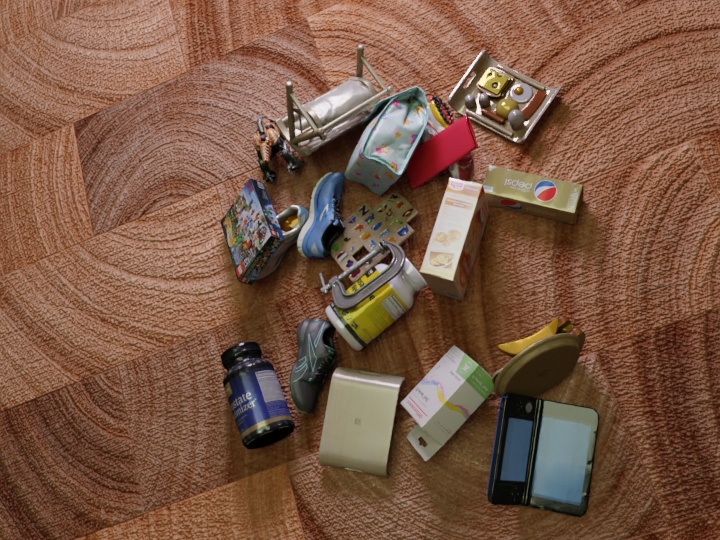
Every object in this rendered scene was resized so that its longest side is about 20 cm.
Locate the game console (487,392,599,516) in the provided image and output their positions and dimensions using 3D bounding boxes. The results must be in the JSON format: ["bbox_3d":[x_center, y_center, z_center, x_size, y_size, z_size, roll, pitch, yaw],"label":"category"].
[{"bbox_3d":[0.333,0.336,1.429,0.118,0.170,0.202,2,79,44],"label":"game console"}]

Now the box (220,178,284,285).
[{"bbox_3d":[-0.238,-0.086,1.704,0.137,0.038,0.201,-51,41,25],"label":"box"}]

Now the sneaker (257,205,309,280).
[{"bbox_3d":[-0.192,-0.066,1.728,0.076,0.081,0.200,42,89,21],"label":"sneaker"}]

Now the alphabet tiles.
[{"bbox_3d":[0.025,-0.083,1.677,0.200,0.008,0.167,-41,44,1],"label":"alphabet tiles"}]

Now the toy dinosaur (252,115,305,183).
[{"bbox_3d":[-0.207,-0.273,1.762,0.101,0.136,0.200,-11,28,28],"label":"toy dinosaur"}]

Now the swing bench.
[{"bbox_3d":[-0.061,-0.353,1.699,0.198,0.200,0.130,-33,86,-18],"label":"swing bench"}]

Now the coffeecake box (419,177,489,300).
[{"bbox_3d":[0.193,-0.060,1.577,0.073,0.154,0.202,15,78,19],"label":"coffeecake box"}]

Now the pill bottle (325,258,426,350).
[{"bbox_3d":[0.034,0.060,1.607,0.200,0.112,0.113,-40,67,0],"label":"pill bottle"}]

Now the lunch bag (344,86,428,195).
[{"bbox_3d":[0.061,-0.285,1.669,0.121,0.170,0.201,26,76,-8],"label":"lunch bag"}]

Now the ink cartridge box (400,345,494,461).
[{"bbox_3d":[0.154,0.253,1.507,0.200,0.067,0.117,-47,23,-2],"label":"ink cartridge box"}]

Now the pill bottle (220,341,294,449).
[{"bbox_3d":[-0.218,0.254,1.619,0.111,0.112,0.201,-27,68,6],"label":"pill bottle"}]

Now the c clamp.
[{"bbox_3d":[0.000,0.000,1.583,0.199,0.027,0.171,-33,33,13],"label":"c clamp"}]

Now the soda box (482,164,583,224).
[{"bbox_3d":[0.351,-0.155,1.608,0.199,0.068,0.064,16,78,20],"label":"soda box"}]

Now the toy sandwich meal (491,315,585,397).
[{"bbox_3d":[0.327,0.162,1.461,0.204,0.205,0.070,-33,54,4],"label":"toy sandwich meal"}]

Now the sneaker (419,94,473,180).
[{"bbox_3d":[0.178,-0.276,1.702,0.082,0.078,0.201,-34,69,32],"label":"sneaker"}]

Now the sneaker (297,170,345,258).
[{"bbox_3d":[-0.064,-0.117,1.704,0.089,0.078,0.202,12,82,32],"label":"sneaker"}]

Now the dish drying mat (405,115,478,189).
[{"bbox_3d":[0.165,-0.247,1.655,0.200,0.018,0.077,-30,73,46],"label":"dish drying mat"}]

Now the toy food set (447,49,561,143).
[{"bbox_3d":[0.308,-0.376,1.685,0.199,0.060,0.144,33,85,22],"label":"toy food set"}]

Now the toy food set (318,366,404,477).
[{"bbox_3d":[0.004,0.303,1.577,0.142,0.060,0.202,8,83,17],"label":"toy food set"}]

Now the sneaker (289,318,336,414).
[{"bbox_3d":[-0.095,0.194,1.617,0.079,0.075,0.202,-4,72,27],"label":"sneaker"}]
